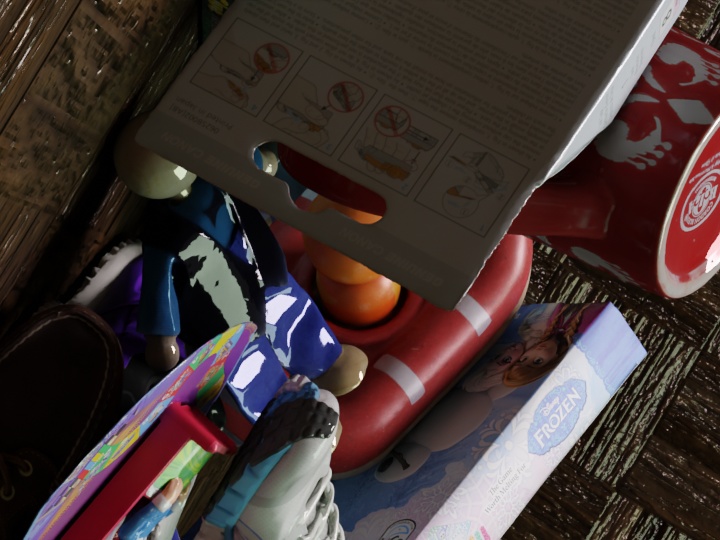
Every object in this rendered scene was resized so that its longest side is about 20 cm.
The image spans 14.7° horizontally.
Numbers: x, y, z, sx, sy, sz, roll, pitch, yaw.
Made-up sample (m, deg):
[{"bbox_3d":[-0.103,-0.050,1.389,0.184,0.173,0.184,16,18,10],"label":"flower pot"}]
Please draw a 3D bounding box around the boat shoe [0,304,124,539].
[{"bbox_3d":[-0.166,0.100,1.196,0.200,0.070,0.070,-58,178,-11],"label":"boat shoe"}]

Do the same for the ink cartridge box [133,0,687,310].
[{"bbox_3d":[0.025,-0.088,1.188,0.200,0.162,0.057,-57,163,-16],"label":"ink cartridge box"}]

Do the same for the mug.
[{"bbox_3d":[0.070,-0.060,1.268,0.178,0.200,0.134,-52,153,-20],"label":"mug"}]

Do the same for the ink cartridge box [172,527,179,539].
[{"bbox_3d":[-0.127,0.174,1.584,0.041,0.200,0.200,-10,154,-22],"label":"ink cartridge box"}]

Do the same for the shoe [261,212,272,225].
[{"bbox_3d":[-0.029,-0.110,1.561,0.053,0.070,0.200,16,116,-42],"label":"shoe"}]

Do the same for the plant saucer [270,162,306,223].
[{"bbox_3d":[0.024,-0.095,1.551,0.200,0.027,0.200,-46,162,-19],"label":"plant saucer"}]

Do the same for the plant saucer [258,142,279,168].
[{"bbox_3d":[-0.033,-0.108,1.418,0.200,0.036,0.200,-57,-174,9],"label":"plant saucer"}]

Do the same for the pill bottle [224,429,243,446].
[{"bbox_3d":[-0.080,0.043,1.602,0.112,0.112,0.200,-59,177,3],"label":"pill bottle"}]

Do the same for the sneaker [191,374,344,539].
[{"bbox_3d":[-0.030,0.121,1.282,0.075,0.087,0.200,-56,176,-35],"label":"sneaker"}]

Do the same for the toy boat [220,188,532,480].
[{"bbox_3d":[0.000,0.000,1.424,0.200,0.130,0.131,-46,158,-22],"label":"toy boat"}]

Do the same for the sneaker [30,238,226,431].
[{"bbox_3d":[-0.106,0.051,1.355,0.070,0.099,0.200,-60,175,21],"label":"sneaker"}]

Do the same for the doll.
[{"bbox_3d":[-0.061,-0.002,1.293,0.200,0.048,0.137,57,43,-42],"label":"doll"}]

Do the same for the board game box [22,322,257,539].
[{"bbox_3d":[-0.097,0.109,1.217,0.158,0.039,0.200,-41,168,-43],"label":"board game box"}]

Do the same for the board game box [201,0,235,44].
[{"bbox_3d":[-0.038,-0.153,1.265,0.105,0.023,0.200,-56,176,-11],"label":"board game box"}]

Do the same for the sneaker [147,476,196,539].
[{"bbox_3d":[-0.126,0.149,1.352,0.099,0.078,0.200,-3,-131,54],"label":"sneaker"}]

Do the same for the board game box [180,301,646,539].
[{"bbox_3d":[0.022,0.098,1.471,0.200,0.043,0.199,-5,-141,52],"label":"board game box"}]
